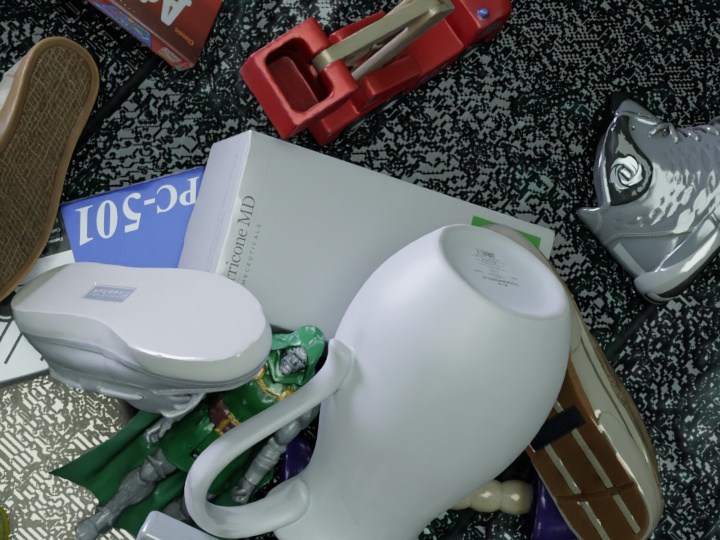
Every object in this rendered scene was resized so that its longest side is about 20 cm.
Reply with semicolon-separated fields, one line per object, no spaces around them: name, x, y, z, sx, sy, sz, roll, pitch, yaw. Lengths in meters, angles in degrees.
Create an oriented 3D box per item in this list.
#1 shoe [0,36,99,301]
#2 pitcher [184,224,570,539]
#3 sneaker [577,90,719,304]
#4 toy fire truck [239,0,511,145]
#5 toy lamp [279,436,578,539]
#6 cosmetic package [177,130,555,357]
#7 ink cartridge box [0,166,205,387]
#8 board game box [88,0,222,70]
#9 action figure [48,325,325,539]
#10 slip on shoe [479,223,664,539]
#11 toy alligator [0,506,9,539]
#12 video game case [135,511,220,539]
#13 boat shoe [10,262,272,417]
shoe;-0.210;-0.048;1.250;0.070;0.053;0.201;38;54;-21
pitcher;0.010;0.074;1.149;0.170;0.122;0.201;10;124;-35
sneaker;0.211;-0.086;1.316;0.115;0.075;0.200;43;82;4
toy fire truck;0.014;-0.132;1.256;0.199;0.141;0.049;-33;86;-20
toy lamp;0.052;0.131;1.280;0.198;0.058;0.059;5;82;-5
cosmetic package;0.000;0.000;1.257;0.198;0.085;0.109;16;82;-20
ink cartridge box;-0.176;0.010;1.284;0.198;0.044;0.095;-16;86;-7
board game box;-0.157;-0.216;1.266;0.200;0.019;0.104;37;62;-31
action figure;-0.084;0.098;1.225;0.118;0.055;0.200;38;118;-8
slip on shoe;0.115;0.062;1.225;0.076;0.061;0.201;-30;93;29
toy alligator;-0.243;0.144;1.252;0.054;0.059;0.202;1;92;38
video game case;-0.054;0.235;1.209;0.199;0.183;0.024;25;43;0
boat shoe;-0.117;0.046;1.179;0.072;0.199;0.069;-45;125;-37
